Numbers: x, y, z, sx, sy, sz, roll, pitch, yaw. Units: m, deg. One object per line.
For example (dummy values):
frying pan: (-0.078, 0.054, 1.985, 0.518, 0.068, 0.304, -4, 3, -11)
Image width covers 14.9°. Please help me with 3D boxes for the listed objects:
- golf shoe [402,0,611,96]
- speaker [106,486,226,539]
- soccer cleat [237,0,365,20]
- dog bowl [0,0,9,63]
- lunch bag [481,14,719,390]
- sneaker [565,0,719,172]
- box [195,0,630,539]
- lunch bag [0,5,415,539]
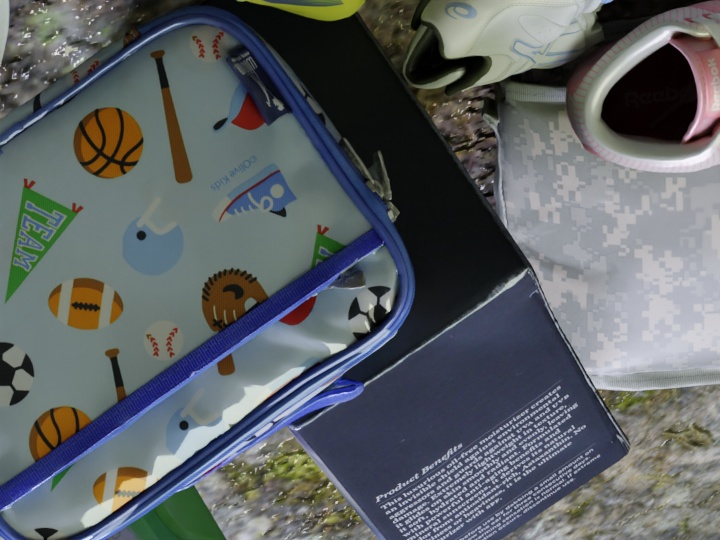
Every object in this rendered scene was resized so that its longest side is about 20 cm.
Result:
golf shoe: (0.053, -0.112, 1.157, 0.097, 0.078, 0.200, -35, 175, -4)
speaker: (-0.118, 0.097, 1.210, 0.088, 0.200, 0.089, -24, 149, -16)
soccer cleat: (-0.073, -0.133, 1.052, 0.084, 0.065, 0.200, -54, 141, 8)
dog bowl: (-0.226, -0.088, 0.960, 0.199, 0.079, 0.201, -24, 149, -16)
lunch bag: (0.160, -0.035, 1.326, 0.199, 0.118, 0.165, -3, 117, 3)
sneaker: (0.184, -0.087, 1.189, 0.199, 0.076, 0.105, -14, -176, 10)
box: (0.000, 0.000, 1.189, 0.123, 0.200, 0.199, -33, 149, 0)
lunch bag: (-0.080, 0.005, 1.030, 0.199, 0.161, 0.076, -34, -178, 1)
